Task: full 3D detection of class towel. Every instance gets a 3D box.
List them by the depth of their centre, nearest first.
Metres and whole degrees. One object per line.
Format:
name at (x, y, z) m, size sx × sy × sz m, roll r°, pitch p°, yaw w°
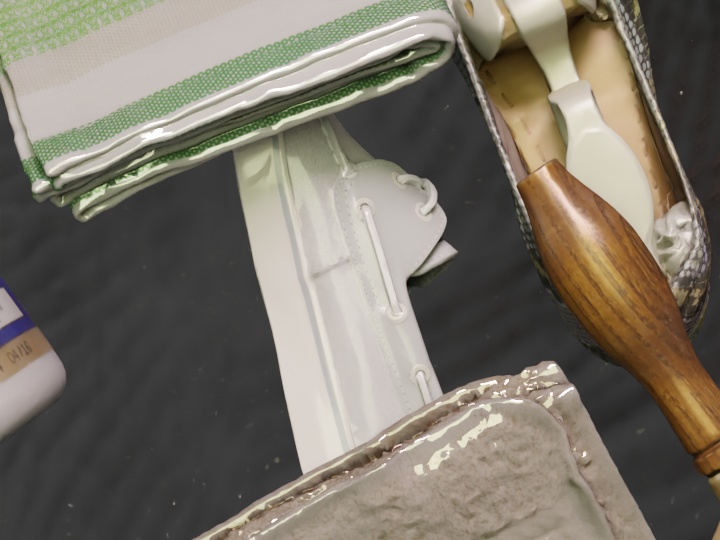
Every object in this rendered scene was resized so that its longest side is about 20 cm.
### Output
towel at (0.008, 0.127, 0.758) m, size 0.199 × 0.035 × 0.133 m, roll -30°, pitch 109°, yaw 3°
towel at (-0.063, -0.114, 0.793) m, size 0.148 × 0.031 × 0.201 m, roll -21°, pitch 49°, yaw -3°

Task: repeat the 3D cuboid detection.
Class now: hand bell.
hand bell at (0.113, 0.050, 0.732) m, size 0.104 × 0.104 × 0.201 m, roll -33°, pitch 88°, yaw 1°

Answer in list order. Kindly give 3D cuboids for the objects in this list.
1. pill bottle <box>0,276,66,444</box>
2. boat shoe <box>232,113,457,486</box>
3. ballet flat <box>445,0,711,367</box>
pill bottle at (-0.200, -0.008, 0.775) m, size 0.115 × 0.116 × 0.201 m, roll -36°, pitch 91°, yaw 1°
boat shoe at (0.000, 0.000, 0.789) m, size 0.068 × 0.072 × 0.202 m, roll -13°, pitch 79°, yaw 2°
ballet flat at (0.071, -0.066, 0.792) m, size 0.072 × 0.072 × 0.202 m, roll -21°, pitch 79°, yaw 3°
